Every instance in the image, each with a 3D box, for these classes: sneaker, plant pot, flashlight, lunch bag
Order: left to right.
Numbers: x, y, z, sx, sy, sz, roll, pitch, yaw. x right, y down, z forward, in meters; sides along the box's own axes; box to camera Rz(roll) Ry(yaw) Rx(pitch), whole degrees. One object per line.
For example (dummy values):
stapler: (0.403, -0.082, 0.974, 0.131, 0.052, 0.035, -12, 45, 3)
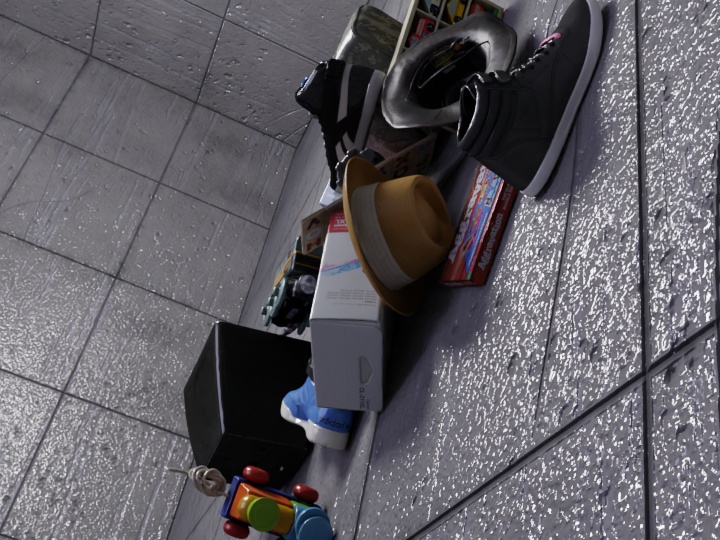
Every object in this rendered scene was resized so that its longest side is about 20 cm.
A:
plant pot: (-0.165, 0.227, 1.351, 0.179, 0.197, 0.201, -95, 27, -44)
sneaker: (-0.051, 0.162, 1.163, 0.200, 0.076, 0.113, -170, 96, -75)
sneaker: (-0.041, -0.202, 1.167, 0.074, 0.110, 0.201, -68, -1, -46)
flashlight: (0.020, -0.118, 1.177, 0.200, 0.067, 0.069, 4, -94, -70)
lunch bag: (0.038, -0.250, 1.238, 0.168, 0.198, 0.140, -55, 13, 35)
sneaker: (0.152, -0.179, 0.789, 0.071, 0.098, 0.202, 157, 135, -77)

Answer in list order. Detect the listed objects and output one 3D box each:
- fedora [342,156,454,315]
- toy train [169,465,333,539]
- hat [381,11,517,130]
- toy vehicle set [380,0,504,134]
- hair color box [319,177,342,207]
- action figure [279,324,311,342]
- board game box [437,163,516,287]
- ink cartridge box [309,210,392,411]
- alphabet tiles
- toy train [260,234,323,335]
fedora: (0.053, -0.048, 0.958, 0.081, 0.202, 0.202, -18, 35, 21)
toy train: (-0.130, 0.280, 1.021, 0.086, 0.198, 0.116, -69, 16, -12)
hat: (0.117, -0.214, 1.030, 0.199, 0.081, 0.202, -24, 40, 21)
toy vehicle set: (0.111, -0.289, 1.137, 0.027, 0.123, 0.202, 138, 152, -65)
hair color box: (0.020, -0.170, 1.359, 0.099, 0.060, 0.202, 34, -102, -58)
action figure: (-0.065, 0.048, 1.410, 0.201, 0.103, 0.196, -84, 9, -65)
board game box: (0.135, -0.080, 0.889, 0.103, 0.019, 0.203, 166, 125, -78)
ink cartridge box: (-0.006, 0.045, 1.033, 0.201, 0.081, 0.147, -81, -8, -50)
alphabet tiles: (0.008, -0.089, 1.120, 0.198, 0.008, 0.168, -31, -17, -14)
toy train: (-0.096, 0.025, 1.321, 0.200, 0.084, 0.116, 132, 151, -66)
